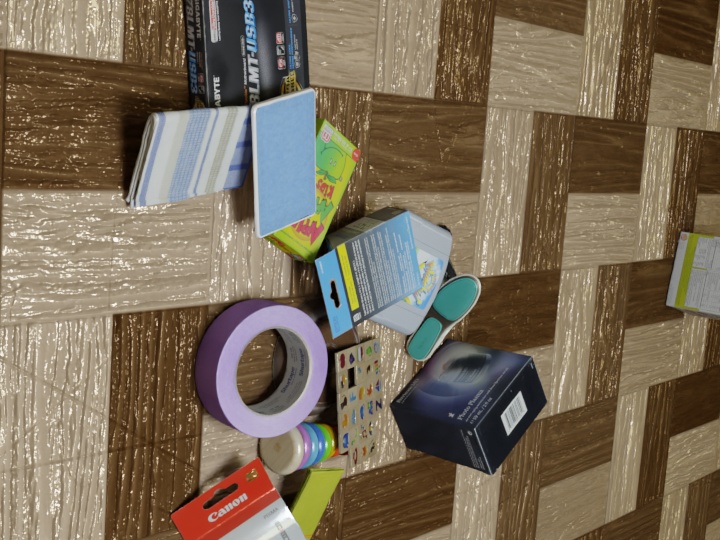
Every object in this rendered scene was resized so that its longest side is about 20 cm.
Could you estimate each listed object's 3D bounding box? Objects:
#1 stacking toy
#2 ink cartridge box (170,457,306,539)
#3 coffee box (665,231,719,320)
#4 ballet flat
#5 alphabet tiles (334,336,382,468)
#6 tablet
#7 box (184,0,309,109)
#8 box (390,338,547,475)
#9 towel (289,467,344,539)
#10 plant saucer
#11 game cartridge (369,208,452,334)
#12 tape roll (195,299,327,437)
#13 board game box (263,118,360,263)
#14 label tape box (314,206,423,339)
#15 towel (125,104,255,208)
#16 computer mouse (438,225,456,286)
[{"bbox_3d":[-0.071,0.280,1.678,0.200,0.085,0.086,3,96,-53],"label":"stacking toy"},{"bbox_3d":[-0.177,0.409,1.568,0.162,0.057,0.201,-32,128,-17],"label":"ink cartridge box"},{"bbox_3d":[0.945,0.025,2.674,0.199,0.197,0.201,14,88,-49],"label":"coffee box"},{"bbox_3d":[0.152,0.078,1.850,0.069,0.069,0.200,5,127,-49],"label":"ballet flat"},{"bbox_3d":[0.000,0.224,1.729,0.167,0.008,0.201,-12,102,-64],"label":"alphabet tiles"},{"bbox_3d":[-0.111,-0.156,1.488,0.130,0.014,0.201,-27,127,-45],"label":"tablet"},{"bbox_3d":[-0.159,-0.303,1.473,0.198,0.050,0.201,-15,109,-47],"label":"box"},{"bbox_3d":[0.198,0.244,1.876,0.200,0.198,0.124,-45,126,-33],"label":"box"},{"bbox_3d":[-0.097,0.407,1.671,0.086,0.018,0.201,11,109,-52],"label":"towel"},{"bbox_3d":[-0.063,0.145,1.690,0.200,0.032,0.201,-15,110,-47],"label":"plant saucer"},{"bbox_3d":[0.085,0.007,1.791,0.133,0.040,0.201,24,88,-41],"label":"game cartridge"},{"bbox_3d":[-0.147,0.147,1.545,0.199,0.066,0.201,-7,102,-39],"label":"tape roll"},{"bbox_3d":[-0.080,-0.125,1.598,0.102,0.047,0.201,37,70,-46],"label":"board game box"},{"bbox_3d":[0.000,0.000,1.659,0.200,0.063,0.145,-28,118,-31],"label":"label tape box"},{"bbox_3d":[-0.223,-0.161,1.403,0.200,0.024,0.147,-16,138,-45],"label":"towel"},{"bbox_3d":[0.135,0.027,1.875,0.140,0.046,0.201,-21,113,-45],"label":"computer mouse"}]
